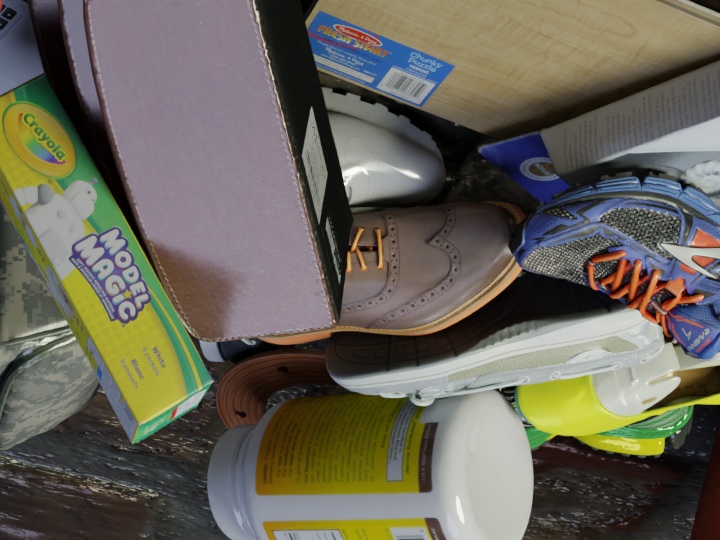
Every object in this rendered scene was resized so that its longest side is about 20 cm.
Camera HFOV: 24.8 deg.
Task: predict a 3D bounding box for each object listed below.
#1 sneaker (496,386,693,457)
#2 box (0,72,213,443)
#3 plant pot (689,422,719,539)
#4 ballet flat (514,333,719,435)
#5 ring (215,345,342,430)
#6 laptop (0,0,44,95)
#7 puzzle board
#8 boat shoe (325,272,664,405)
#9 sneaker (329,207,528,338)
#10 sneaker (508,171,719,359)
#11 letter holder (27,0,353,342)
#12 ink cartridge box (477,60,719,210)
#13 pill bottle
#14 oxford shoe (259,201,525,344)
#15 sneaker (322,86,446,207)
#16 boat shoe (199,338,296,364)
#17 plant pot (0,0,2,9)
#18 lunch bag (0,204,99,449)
[{"bbox_3d":[0.129,0.072,1.116,0.197,0.079,0.086,0,139,4],"label":"sneaker"},{"bbox_3d":[-0.145,-0.013,0.840,0.048,0.201,0.117,-30,176,-14],"label":"box"},{"bbox_3d":[0.319,0.194,1.146,0.197,0.179,0.201,7,149,4],"label":"plant pot"},{"bbox_3d":[0.190,0.058,1.015,0.198,0.068,0.067,-7,171,-29],"label":"ballet flat"},{"bbox_3d":[-0.003,0.108,1.120,0.198,0.019,0.201,14,147,9],"label":"ring"},{"bbox_3d":[-0.277,-0.089,0.907,0.199,0.117,0.187,27,146,-27],"label":"laptop"},{"bbox_3d":[0.076,-0.122,0.851,0.198,0.018,0.151,19,149,-15],"label":"puzzle board"},{"bbox_3d":[0.079,0.044,0.966,0.199,0.075,0.065,-14,128,6],"label":"boat shoe"},{"bbox_3d":[0.054,0.009,1.019,0.197,0.075,0.116,6,152,8],"label":"sneaker"},{"bbox_3d":[0.174,0.004,0.864,0.197,0.079,0.076,11,151,-10],"label":"sneaker"},{"bbox_3d":[-0.094,-0.072,0.810,0.140,0.101,0.202,-7,123,9],"label":"letter holder"},{"bbox_3d":[0.197,-0.038,0.910,0.198,0.041,0.199,-18,145,36],"label":"ink cartridge box"},{"bbox_3d":[0.002,0.132,1.035,0.198,0.110,0.109,-6,146,33],"label":"pill bottle"},{"bbox_3d":[0.000,0.000,0.930,0.198,0.072,0.073,-16,159,26],"label":"oxford shoe"},{"bbox_3d":[-0.049,-0.060,0.927,0.197,0.081,0.077,13,148,-8],"label":"sneaker"},{"bbox_3d":[-0.080,0.006,1.059,0.059,0.077,0.200,6,161,8],"label":"boat shoe"},{"bbox_3d":[-0.219,-0.188,0.666,0.198,0.184,0.201,9,149,5],"label":"plant pot"},{"bbox_3d":[-0.237,0.030,1.087,0.166,0.141,0.200,0,155,-20],"label":"lunch bag"}]
